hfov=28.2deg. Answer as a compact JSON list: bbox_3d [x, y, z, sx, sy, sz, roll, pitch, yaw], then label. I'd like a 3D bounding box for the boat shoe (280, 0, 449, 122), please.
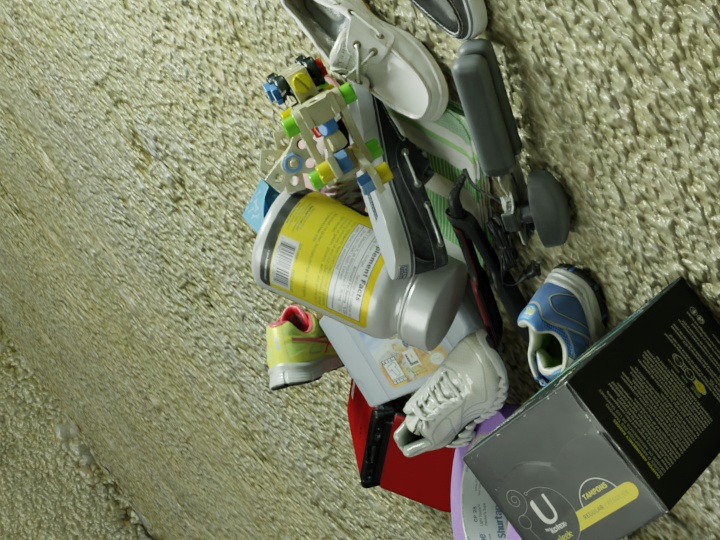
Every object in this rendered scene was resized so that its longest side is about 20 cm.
[{"bbox_3d":[-0.003,-0.204,1.337,0.200,0.069,0.071,44,129,23],"label":"boat shoe"}]

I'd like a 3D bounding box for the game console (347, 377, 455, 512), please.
[{"bbox_3d":[0.058,0.195,1.796,0.201,0.117,0.174,99,162,-56],"label":"game console"}]

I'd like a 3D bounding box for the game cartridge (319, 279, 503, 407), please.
[{"bbox_3d":[0.047,0.062,1.547,0.199,0.042,0.134,-27,102,42],"label":"game cartridge"}]

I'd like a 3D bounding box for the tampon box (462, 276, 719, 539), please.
[{"bbox_3d":[0.213,0.128,1.178,0.127,0.199,0.150,51,137,6],"label":"tampon box"}]

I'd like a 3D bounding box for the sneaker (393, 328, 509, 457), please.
[{"bbox_3d":[0.091,0.133,1.464,0.076,0.080,0.201,59,150,26],"label":"sneaker"}]

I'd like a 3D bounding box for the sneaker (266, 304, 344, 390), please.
[{"bbox_3d":[-0.064,0.083,1.745,0.200,0.077,0.092,-22,-83,-75],"label":"sneaker"}]

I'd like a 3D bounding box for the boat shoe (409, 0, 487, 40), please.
[{"bbox_3d":[0.027,-0.271,1.220,0.201,0.066,0.070,55,156,-1],"label":"boat shoe"}]

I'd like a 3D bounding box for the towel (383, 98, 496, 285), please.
[{"bbox_3d":[0.074,-0.091,1.411,0.152,0.023,0.202,32,147,42],"label":"towel"}]

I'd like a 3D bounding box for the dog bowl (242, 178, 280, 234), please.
[{"bbox_3d":[-0.070,-0.034,1.626,0.111,0.050,0.200,40,-178,-35],"label":"dog bowl"}]

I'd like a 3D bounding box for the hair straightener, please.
[{"bbox_3d":[0.137,-0.013,1.372,0.076,0.041,0.202,-7,122,24],"label":"hair straightener"}]

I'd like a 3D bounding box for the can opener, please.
[{"bbox_3d":[0.133,-0.110,1.257,0.066,0.053,0.201,-10,124,24],"label":"can opener"}]

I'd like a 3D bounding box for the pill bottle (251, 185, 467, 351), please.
[{"bbox_3d":[0.000,0.000,1.445,0.198,0.115,0.115,23,145,18],"label":"pill bottle"}]

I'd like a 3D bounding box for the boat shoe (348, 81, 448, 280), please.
[{"bbox_3d":[0.037,-0.093,1.378,0.072,0.067,0.202,111,145,-69],"label":"boat shoe"}]

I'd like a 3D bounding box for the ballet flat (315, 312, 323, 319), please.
[{"bbox_3d":[0.009,0.043,1.659,0.199,0.067,0.073,24,127,55],"label":"ballet flat"}]

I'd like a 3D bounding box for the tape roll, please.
[{"bbox_3d":[0.158,0.241,1.495,0.200,0.065,0.203,-178,90,-73],"label":"tape roll"}]

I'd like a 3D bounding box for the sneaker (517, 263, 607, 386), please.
[{"bbox_3d":[0.197,0.093,1.351,0.075,0.077,0.202,16,136,51],"label":"sneaker"}]

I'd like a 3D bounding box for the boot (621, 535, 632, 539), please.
[{"bbox_3d":[0.254,0.251,1.470,0.090,0.073,0.200,40,157,-3],"label":"boot"}]

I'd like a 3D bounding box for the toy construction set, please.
[{"bbox_3d":[-0.042,-0.131,1.351,0.132,0.092,0.200,60,163,-13],"label":"toy construction set"}]

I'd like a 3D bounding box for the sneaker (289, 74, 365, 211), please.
[{"bbox_3d":[-0.021,-0.100,1.494,0.105,0.075,0.202,46,153,48],"label":"sneaker"}]
